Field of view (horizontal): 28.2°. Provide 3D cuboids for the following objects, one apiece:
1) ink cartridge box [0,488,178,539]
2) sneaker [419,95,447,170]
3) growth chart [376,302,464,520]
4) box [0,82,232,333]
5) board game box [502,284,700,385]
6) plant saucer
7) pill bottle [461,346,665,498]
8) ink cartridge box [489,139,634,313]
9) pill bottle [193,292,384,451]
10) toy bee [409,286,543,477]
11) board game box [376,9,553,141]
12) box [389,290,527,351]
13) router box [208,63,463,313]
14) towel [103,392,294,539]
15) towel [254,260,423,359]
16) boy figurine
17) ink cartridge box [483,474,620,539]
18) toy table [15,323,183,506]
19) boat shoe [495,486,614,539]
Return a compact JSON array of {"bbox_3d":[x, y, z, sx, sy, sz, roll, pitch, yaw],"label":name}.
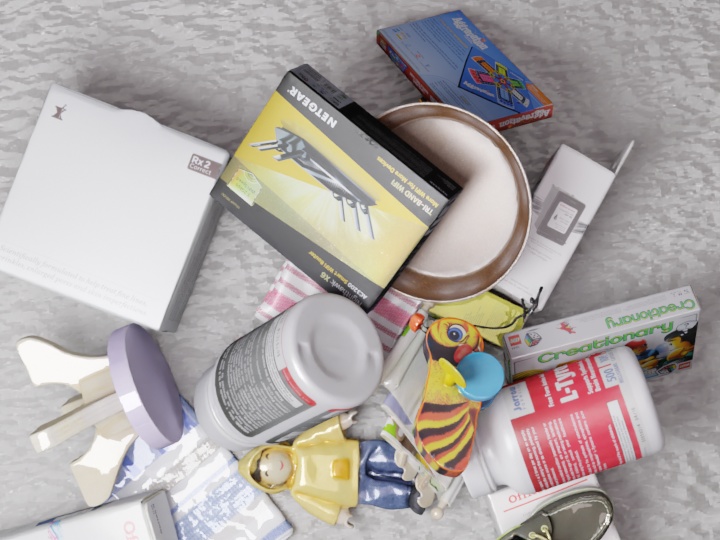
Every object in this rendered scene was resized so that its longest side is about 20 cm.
[{"bbox_3d":[-0.284,0.322,1.473,0.199,0.088,0.146,-17,90,8],"label":"ink cartridge box"},{"bbox_3d":[0.097,-0.160,1.491,0.077,0.078,0.200,33,45,13],"label":"sneaker"},{"bbox_3d":[0.073,0.146,1.465,0.145,0.018,0.200,-49,126,-31],"label":"growth chart"},{"bbox_3d":[-0.254,-0.061,1.491,0.198,0.131,0.201,21,86,2],"label":"box"},{"bbox_3d":[0.248,0.084,1.487,0.199,0.126,0.035,-15,57,-1],"label":"board game box"},{"bbox_3d":[0.074,-0.068,1.404,0.199,0.034,0.201,6,108,19],"label":"plant saucer"},{"bbox_3d":[0.194,0.158,1.438,0.199,0.112,0.113,-19,86,5],"label":"pill bottle"},{"bbox_3d":[0.203,-0.058,1.500,0.067,0.116,0.200,29,86,3],"label":"ink cartridge box"},{"bbox_3d":[-0.076,0.106,1.416,0.114,0.200,0.114,16,61,-31],"label":"pill bottle"},{"bbox_3d":[0.087,0.094,1.396,0.108,0.131,0.200,24,52,5],"label":"toy bee"},{"bbox_3d":[0.105,-0.205,1.481,0.103,0.020,0.200,-17,44,-18],"label":"board game box"},{"bbox_3d":[0.076,0.022,1.515,0.199,0.075,0.050,27,87,3],"label":"box"},{"bbox_3d":[-0.026,-0.077,1.392,0.200,0.052,0.157,39,116,6],"label":"router box"},{"bbox_3d":[-0.184,0.251,1.525,0.147,0.024,0.200,-40,87,-3],"label":"towel"},{"bbox_3d":[0.000,0.000,1.465,0.146,0.030,0.200,31,90,2],"label":"towel"},{"bbox_3d":[-0.029,0.205,1.509,0.199,0.064,0.125,8,89,-3],"label":"boy figurine"},{"bbox_3d":[0.202,0.267,1.502,0.116,0.067,0.201,-21,86,-1],"label":"ink cartridge box"},{"bbox_3d":[-0.258,0.133,1.443,0.117,0.200,0.184,-23,83,3],"label":"toy table"},{"bbox_3d":[0.171,0.286,1.438,0.201,0.060,0.072,-33,87,0],"label":"boat shoe"}]
